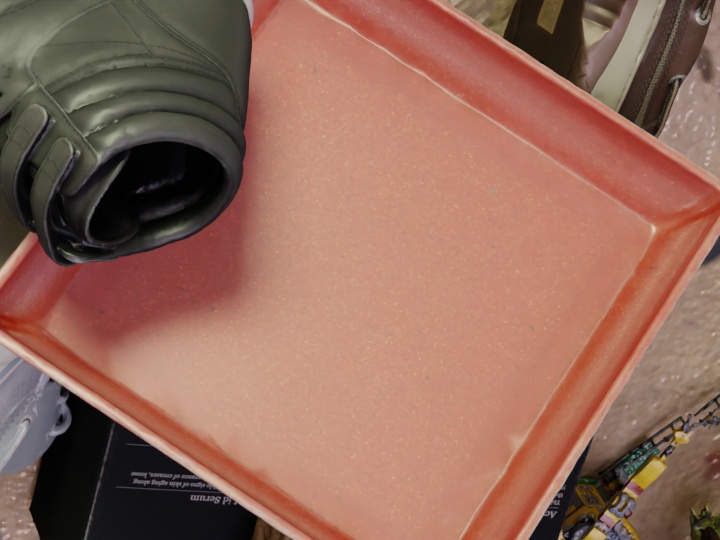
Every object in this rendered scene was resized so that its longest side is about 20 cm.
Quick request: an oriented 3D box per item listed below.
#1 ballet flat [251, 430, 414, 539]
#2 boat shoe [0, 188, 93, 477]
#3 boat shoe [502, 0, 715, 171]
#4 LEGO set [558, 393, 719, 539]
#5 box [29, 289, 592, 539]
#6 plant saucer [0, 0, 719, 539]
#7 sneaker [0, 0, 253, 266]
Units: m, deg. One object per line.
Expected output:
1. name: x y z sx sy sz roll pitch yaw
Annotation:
1. ballet flat: -0.014 0.134 0.937 0.068 0.072 0.200 6 118 -23
2. boat shoe: -0.150 0.048 0.940 0.071 0.070 0.201 26 111 -42
3. boat shoe: 0.112 -0.127 0.931 0.075 0.075 0.202 0 126 -36
4. LEGO set: 0.180 0.117 1.045 0.200 0.116 0.154 -29 109 0
5. box: -0.015 0.061 0.983 0.200 0.079 0.141 5 115 -23
6. plant saucer: 0.000 0.000 0.883 0.200 0.037 0.200 33 69 4
7. sneaker: -0.128 -0.049 0.821 0.200 0.099 0.071 -7 139 -7
